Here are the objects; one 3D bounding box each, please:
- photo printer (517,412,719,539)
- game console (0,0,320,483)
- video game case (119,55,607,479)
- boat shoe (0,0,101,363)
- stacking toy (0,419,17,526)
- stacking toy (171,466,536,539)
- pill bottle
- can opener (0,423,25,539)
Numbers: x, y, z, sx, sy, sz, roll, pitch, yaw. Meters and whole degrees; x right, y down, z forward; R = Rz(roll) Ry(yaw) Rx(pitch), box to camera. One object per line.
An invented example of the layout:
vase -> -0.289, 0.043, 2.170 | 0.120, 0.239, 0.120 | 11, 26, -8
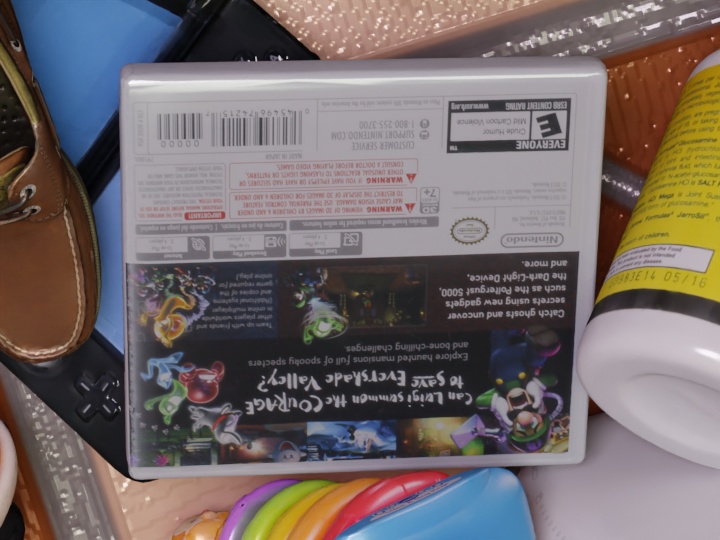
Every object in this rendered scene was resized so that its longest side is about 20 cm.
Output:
photo printer -> 0.166, 0.106, 1.126 | 0.199, 0.167, 0.070 | -15, 111, -1
game console -> -0.111, -0.027, 1.063 | 0.171, 0.118, 0.200 | 41, 107, 11
video game case -> 0.000, 0.000, 1.065 | 0.199, 0.023, 0.183 | -2, 113, -6
boat shoe -> -0.152, -0.043, 1.003 | 0.072, 0.068, 0.201 | -18, 116, 0
stacking toy -> -0.238, 0.040, 1.025 | 0.145, 0.146, 0.201 | -23, 121, 1
stacking toy -> -0.020, 0.131, 1.108 | 0.116, 0.200, 0.110 | -22, 109, -33
pill bottle -> 0.175, -0.024, 1.080 | 0.112, 0.112, 0.201 | 30, 68, -14
can opener -> -0.248, 0.121, 1.146 | 0.199, 0.079, 0.064 | -12, 147, 0
